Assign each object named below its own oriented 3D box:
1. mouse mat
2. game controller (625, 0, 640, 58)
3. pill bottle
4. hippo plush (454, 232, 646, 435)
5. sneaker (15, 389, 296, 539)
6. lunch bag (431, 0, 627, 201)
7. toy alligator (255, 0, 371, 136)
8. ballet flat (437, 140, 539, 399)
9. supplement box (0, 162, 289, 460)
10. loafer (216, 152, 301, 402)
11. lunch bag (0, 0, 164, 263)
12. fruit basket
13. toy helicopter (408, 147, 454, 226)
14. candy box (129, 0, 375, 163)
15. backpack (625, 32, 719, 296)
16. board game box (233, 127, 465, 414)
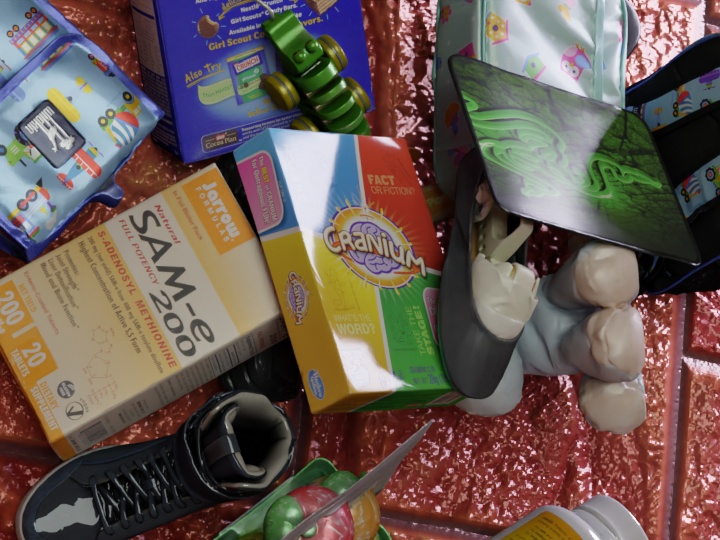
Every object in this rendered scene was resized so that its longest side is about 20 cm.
[{"bbox_3d":[0.159,-0.081,1.626,0.199,0.008,0.162,13,44,-32],"label":"mouse mat"},{"bbox_3d":[0.151,-0.170,1.796,0.104,0.042,0.200,42,64,-5],"label":"game controller"},{"bbox_3d":[0.122,0.249,1.639,0.199,0.109,0.110,-29,87,-24],"label":"pill bottle"},{"bbox_3d":[0.128,0.031,1.664,0.159,0.200,0.161,-5,114,3],"label":"hippo plush"},{"bbox_3d":[-0.141,0.144,1.552,0.201,0.146,0.078,-20,85,-22],"label":"sneaker"},{"bbox_3d":[0.138,-0.148,1.722,0.159,0.077,0.202,5,84,-31],"label":"lunch bag"},{"bbox_3d":[-0.038,-0.150,1.621,0.059,0.054,0.201,-39,120,-14],"label":"toy alligator"},{"bbox_3d":[0.096,-0.008,1.579,0.072,0.073,0.202,14,61,-16],"label":"ballet flat"},{"bbox_3d":[-0.159,0.030,1.574,0.199,0.074,0.127,-30,76,-7],"label":"supplement box"},{"bbox_3d":[-0.077,0.003,1.662,0.070,0.068,0.202,17,62,-50],"label":"loafer"},{"bbox_3d":[-0.253,-0.109,1.591,0.200,0.094,0.151,39,66,3],"label":"lunch bag"},{"bbox_3d":[-0.043,0.183,1.549,0.185,0.200,0.094,-37,75,-24],"label":"fruit basket"},{"bbox_3d":[0.030,-0.051,1.718,0.199,0.079,0.133,-22,75,-34],"label":"toy helicopter"},{"bbox_3d":[-0.087,-0.203,1.656,0.168,0.077,0.202,-17,113,-24],"label":"candy box"},{"bbox_3d":[0.294,-0.090,1.734,0.134,0.200,0.184,-1,69,-31],"label":"backpack"},{"bbox_3d":[0.000,0.000,1.572,0.152,0.040,0.202,0,67,-49],"label":"board game box"}]
